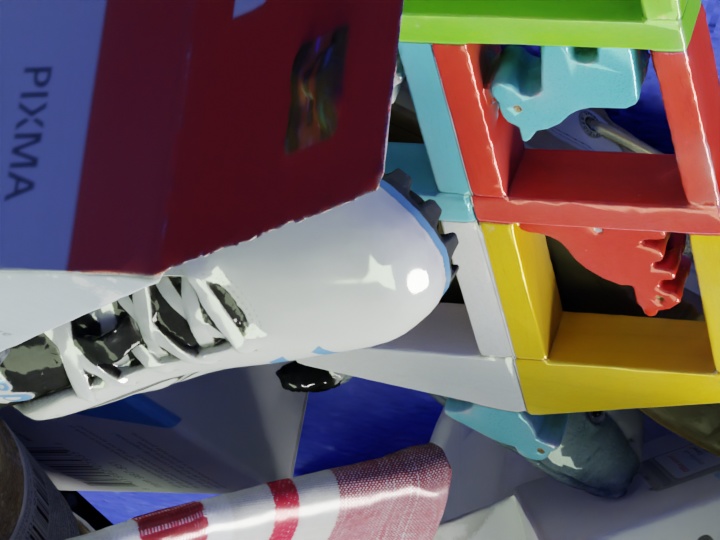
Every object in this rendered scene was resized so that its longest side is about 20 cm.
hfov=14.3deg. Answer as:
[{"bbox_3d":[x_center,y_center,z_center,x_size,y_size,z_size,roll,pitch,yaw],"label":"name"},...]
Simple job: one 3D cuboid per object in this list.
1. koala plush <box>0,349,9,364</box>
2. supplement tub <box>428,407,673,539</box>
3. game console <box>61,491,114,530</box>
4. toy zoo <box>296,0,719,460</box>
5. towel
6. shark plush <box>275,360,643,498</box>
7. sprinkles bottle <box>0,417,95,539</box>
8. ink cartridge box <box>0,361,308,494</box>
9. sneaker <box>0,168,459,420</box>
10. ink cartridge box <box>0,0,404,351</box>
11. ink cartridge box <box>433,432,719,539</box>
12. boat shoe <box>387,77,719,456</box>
[{"bbox_3d":[-0.174,-0.051,0.675,0.183,0.178,0.200,-20,146,35],"label":"koala plush"},{"bbox_3d":[0.123,0.105,0.980,0.199,0.133,0.132,15,160,-12],"label":"supplement tub"},{"bbox_3d":[-0.151,0.112,1.027,0.200,0.118,0.171,40,172,10],"label":"game console"},{"bbox_3d":[0.030,-0.024,0.726,0.131,0.021,0.200,3,137,21],"label":"toy zoo"},{"bbox_3d":[-0.077,0.117,0.842,0.199,0.023,0.144,-13,146,-25],"label":"towel"},{"bbox_3d":[0.000,0.000,0.823,0.199,0.084,0.091,23,158,-30],"label":"shark plush"},{"bbox_3d":[-0.123,0.083,0.890,0.068,0.069,0.200,7,160,10],"label":"sprinkles bottle"},{"bbox_3d":[-0.134,0.012,0.928,0.199,0.084,0.145,-2,157,32],"label":"ink cartridge box"},{"bbox_3d":[-0.061,0.008,0.738,0.199,0.073,0.072,-5,130,38],"label":"sneaker"},{"bbox_3d":[-0.059,-0.073,0.538,0.057,0.163,0.200,15,161,-25],"label":"ink cartridge box"},{"bbox_3d":[0.121,0.109,0.876,0.199,0.117,0.068,-19,-165,-3],"label":"ink cartridge box"},{"bbox_3d":[0.069,-0.011,0.794,0.200,0.063,0.073,26,142,-13],"label":"boat shoe"}]
